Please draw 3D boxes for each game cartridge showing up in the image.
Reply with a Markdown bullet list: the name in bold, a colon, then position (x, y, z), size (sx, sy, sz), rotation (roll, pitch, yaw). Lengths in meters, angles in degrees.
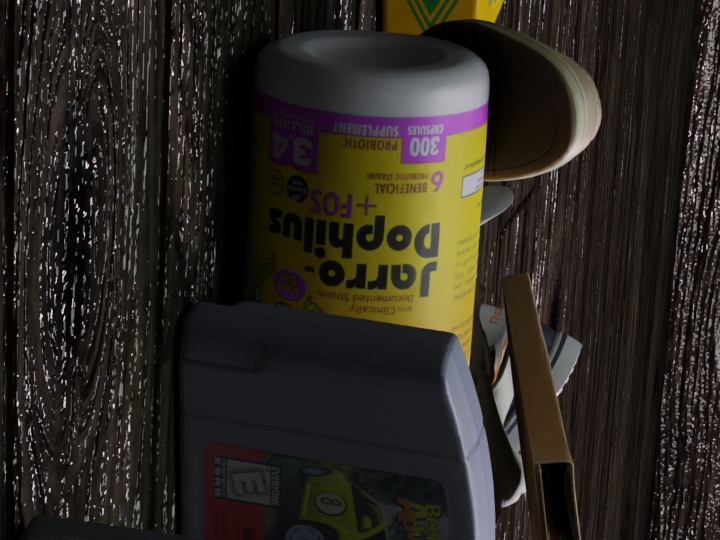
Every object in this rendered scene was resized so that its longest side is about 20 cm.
- **game cartridge**: position (-0.010, 0.113, 1.105), size (0.041, 0.133, 0.200), rotation (-63, 157, -61)

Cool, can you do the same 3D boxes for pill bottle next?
- **pill bottle**: position (0.000, 0.000, 1.155), size (0.104, 0.104, 0.201), rotation (-49, 144, -69)

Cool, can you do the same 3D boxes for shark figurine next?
- **shark figurine**: position (0.038, 0.055, 1.420), size (0.128, 0.089, 0.215), rotation (-59, 143, -61)

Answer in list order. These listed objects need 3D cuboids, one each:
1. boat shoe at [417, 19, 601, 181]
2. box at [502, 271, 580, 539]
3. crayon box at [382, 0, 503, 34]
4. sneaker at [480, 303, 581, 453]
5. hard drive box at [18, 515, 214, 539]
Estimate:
- **boat shoe**: position (0.058, -0.081, 1.209), size (0.200, 0.065, 0.072), rotation (8, -77, 60)
- **box**: position (0.097, 0.117, 1.338), size (0.200, 0.021, 0.164), rotation (-92, 175, -64)
- **crayon box**: position (0.060, -0.234, 1.414), size (0.200, 0.058, 0.173), rotation (-67, 160, -53)
- **sneaker**: position (0.049, 0.107, 1.546), size (0.200, 0.079, 0.078), rotation (-60, -178, 14)
- **hard drive box**: position (-0.102, 0.203, 0.858), size (0.200, 0.077, 0.156), rotation (-64, 157, -56)
